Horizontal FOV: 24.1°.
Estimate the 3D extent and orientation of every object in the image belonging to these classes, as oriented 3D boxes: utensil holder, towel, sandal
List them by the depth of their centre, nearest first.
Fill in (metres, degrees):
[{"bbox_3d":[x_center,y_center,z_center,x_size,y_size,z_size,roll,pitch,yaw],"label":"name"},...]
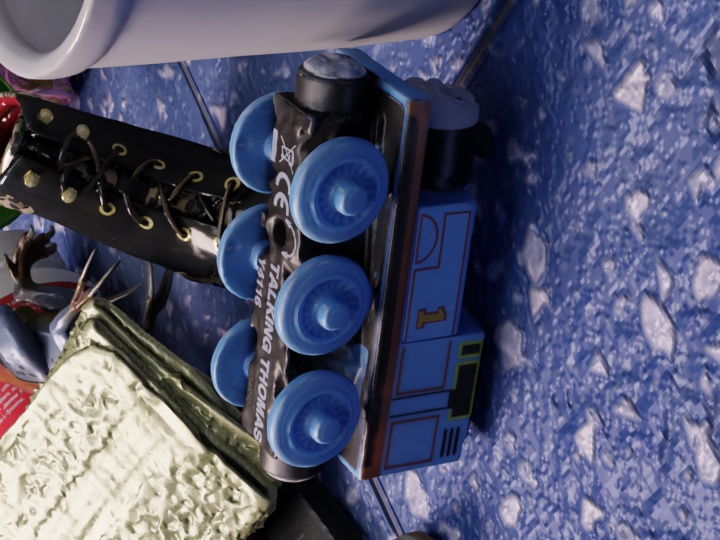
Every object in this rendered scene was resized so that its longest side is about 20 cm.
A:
[{"bbox_3d":[-0.056,-0.174,0.717,0.169,0.198,0.172,21,115,54],"label":"utensil holder"},{"bbox_3d":[-0.132,0.121,0.923,0.148,0.036,0.200,42,124,6],"label":"towel"},{"bbox_3d":[-0.064,0.122,0.935,0.200,0.048,0.076,39,129,47],"label":"sandal"}]

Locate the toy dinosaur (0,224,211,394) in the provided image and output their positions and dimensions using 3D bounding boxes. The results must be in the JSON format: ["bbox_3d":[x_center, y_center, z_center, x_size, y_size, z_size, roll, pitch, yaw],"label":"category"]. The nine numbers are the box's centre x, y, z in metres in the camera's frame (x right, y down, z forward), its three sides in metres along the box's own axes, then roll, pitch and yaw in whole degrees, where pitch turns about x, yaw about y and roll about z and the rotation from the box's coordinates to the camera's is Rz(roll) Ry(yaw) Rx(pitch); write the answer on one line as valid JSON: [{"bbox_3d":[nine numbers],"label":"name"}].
[{"bbox_3d":[-0.152,0.050,0.975,0.181,0.105,0.201,44,125,21],"label":"toy dinosaur"}]

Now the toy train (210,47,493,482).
[{"bbox_3d":[0.000,0.000,0.748,0.087,0.113,0.202,38,128,50],"label":"toy train"}]

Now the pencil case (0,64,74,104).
[{"bbox_3d":[-0.239,-0.197,1.102,0.082,0.086,0.203,-7,93,44],"label":"pencil case"}]

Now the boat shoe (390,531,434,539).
[{"bbox_3d":[0.008,0.231,0.834,0.071,0.064,0.203,14,109,55],"label":"boat shoe"}]

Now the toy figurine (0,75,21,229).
[{"bbox_3d":[-0.303,-0.055,1.056,0.184,0.149,0.202,-47,46,44],"label":"toy figurine"}]

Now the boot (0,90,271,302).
[{"bbox_3d":[-0.104,-0.037,0.857,0.203,0.153,0.074,14,86,57],"label":"boot"}]

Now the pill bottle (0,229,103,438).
[{"bbox_3d":[-0.196,0.073,1.072,0.201,0.111,0.113,57,140,33],"label":"pill bottle"}]
